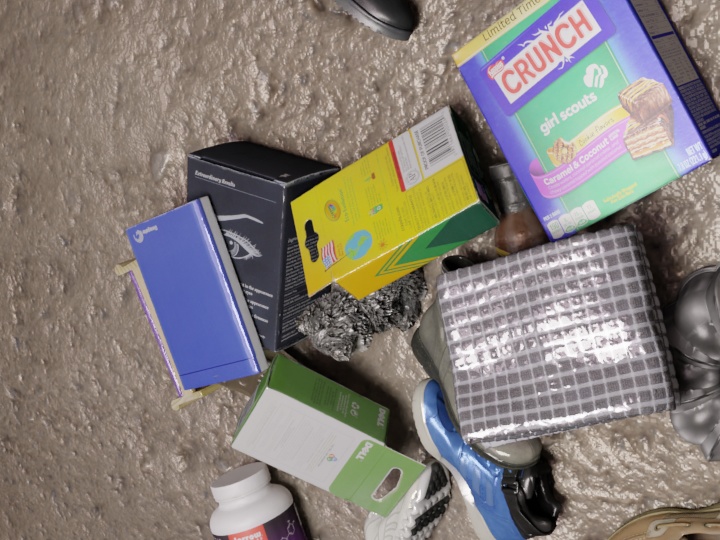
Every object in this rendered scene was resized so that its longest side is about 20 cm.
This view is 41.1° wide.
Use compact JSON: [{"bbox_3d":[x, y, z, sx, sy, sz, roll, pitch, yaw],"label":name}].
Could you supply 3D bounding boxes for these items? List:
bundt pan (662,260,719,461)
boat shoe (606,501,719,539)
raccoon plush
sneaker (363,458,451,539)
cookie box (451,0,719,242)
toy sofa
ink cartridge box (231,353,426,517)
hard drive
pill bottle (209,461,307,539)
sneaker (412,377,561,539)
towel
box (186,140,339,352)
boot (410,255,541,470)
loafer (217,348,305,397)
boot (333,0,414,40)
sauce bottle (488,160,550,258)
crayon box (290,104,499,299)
[{"bbox_3d":[0.343,0.089,0.832,0.200,0.075,0.205,12,111,33],"label":"bundt pan"},{"bbox_3d":[0.308,0.269,0.921,0.199,0.064,0.072,-34,85,38],"label":"boat shoe"},{"bbox_3d":[0.000,0.000,1.011,0.096,0.133,0.203,19,115,31],"label":"raccoon plush"},{"bbox_3d":[0.044,0.293,1.119,0.081,0.075,0.202,37,123,31],"label":"sneaker"},{"bbox_3d":[0.203,-0.153,0.854,0.170,0.075,0.202,-31,85,39],"label":"cookie box"},{"bbox_3d":[-0.244,0.073,1.244,0.097,0.083,0.202,-21,92,37],"label":"toy sofa"},{"bbox_3d":[-0.033,0.187,1.071,0.198,0.060,0.104,27,123,-9],"label":"ink cartridge box"},{"bbox_3d":[-0.188,0.030,1.094,0.131,0.025,0.202,-16,96,38],"label":"hard drive"},{"bbox_3d":[-0.123,0.355,1.230,0.112,0.112,0.202,-16,96,38],"label":"pill bottle"},{"bbox_3d":[0.140,0.194,1.008,0.111,0.076,0.202,-23,95,44],"label":"sneaker"},{"bbox_3d":[0.166,0.062,0.848,0.198,0.085,0.168,-16,80,23],"label":"towel"},{"bbox_3d":[-0.116,-0.032,1.104,0.147,0.104,0.203,20,115,30],"label":"box"},{"bbox_3d":[0.123,0.091,0.957,0.201,0.067,0.131,53,145,29],"label":"boot"},{"bbox_3d":[-0.110,0.124,1.178,0.198,0.068,0.076,27,122,8],"label":"loafer"},{"bbox_3d":[0.031,-0.351,0.928,0.165,0.065,0.201,43,120,15],"label":"boot"},{"bbox_3d":[0.167,-0.008,0.936,0.064,0.064,0.203,-10,97,37],"label":"sauce bottle"},{"bbox_3d":[0.029,-0.060,0.955,0.199,0.051,0.128,-28,53,21],"label":"crayon box"}]
